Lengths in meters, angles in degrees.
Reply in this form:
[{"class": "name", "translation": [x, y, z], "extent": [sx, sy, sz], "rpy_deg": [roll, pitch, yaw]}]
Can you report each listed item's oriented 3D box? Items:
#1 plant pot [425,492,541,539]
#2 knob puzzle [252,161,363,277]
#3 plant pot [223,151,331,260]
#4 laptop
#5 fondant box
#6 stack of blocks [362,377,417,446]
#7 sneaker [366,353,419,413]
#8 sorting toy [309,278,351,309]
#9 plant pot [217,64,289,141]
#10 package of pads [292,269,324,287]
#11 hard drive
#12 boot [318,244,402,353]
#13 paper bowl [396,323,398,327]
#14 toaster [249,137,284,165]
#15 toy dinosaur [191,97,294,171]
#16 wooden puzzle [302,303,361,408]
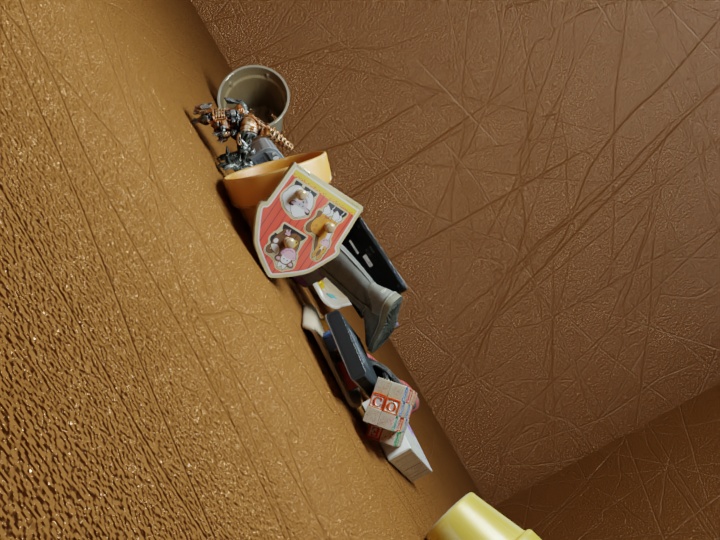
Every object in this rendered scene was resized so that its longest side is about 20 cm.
[{"class": "plant pot", "translation": [0.235, 0.542, 1.439], "extent": [0.189, 0.201, 0.201], "rpy_deg": [46, -3, 23]}, {"class": "knob puzzle", "translation": [-0.107, -0.068, 1.347], "extent": [0.030, 0.220, 0.220], "rpy_deg": [40, -15, 52]}, {"class": "plant pot", "translation": [-0.140, -0.113, 1.429], "extent": [0.200, 0.200, 0.183], "rpy_deg": [-109, -175, -75]}, {"class": "laptop", "translation": [0.000, 0.000, 1.595], "extent": [0.177, 0.200, 0.103], "rpy_deg": [56, 32, 3]}, {"class": "fondant box", "translation": [0.083, 0.372, 1.654], "extent": [0.144, 0.058, 0.200], "rpy_deg": [62, 2, 34]}, {"class": "stack of blocks", "translation": [0.057, 0.279, 1.459], "extent": [0.059, 0.115, 0.200], "rpy_deg": [17, -10, 14]}, {"class": "sneaker", "translation": [0.059, 0.265, 1.695], "extent": [0.200, 0.071, 0.098], "rpy_deg": [40, -4, -14]}, {"class": "sorting toy", "translation": [-0.088, 0.022, 1.850], "extent": [0.200, 0.107, 0.180], "rpy_deg": [60, 10, -9]}, {"class": "plant pot", "translation": [-0.299, -0.457, 2.158], "extent": [0.201, 0.200, 0.183], "rpy_deg": [61, -9, 13]}, {"class": "package of pads", "translation": [-0.155, -0.067, 1.678], "extent": [0.200, 0.076, 0.121], "rpy_deg": [62, 1, 23]}, {"class": "hard drive", "translation": [-0.009, 0.169, 1.450], "extent": [0.200, 0.033, 0.140], "rpy_deg": [60, 5, -67]}, {"class": "boot", "translation": [-0.014, 0.051, 1.516], "extent": [0.200, 0.073, 0.182], "rpy_deg": [34, -49, 20]}, {"class": "paper bowl", "translation": [0.060, 0.158, 2.964], "extent": [0.201, 0.104, 0.201], "rpy_deg": [60, 3, -6]}, {"class": "toaster", "translation": [-0.215, -0.222, 1.786], "extent": [0.200, 0.114, 0.129], "rpy_deg": [56, 2, -34]}, {"class": "toy dinosaur", "translation": [-0.240, -0.272, 1.506], "extent": [0.200, 0.136, 0.102], "rpy_deg": [20, 17, 7]}, {"class": "wooden puzzle", "translation": [-0.049, 0.163, 1.519], "extent": [0.200, 0.046, 0.185], "rpy_deg": [60, 3, -11]}]
